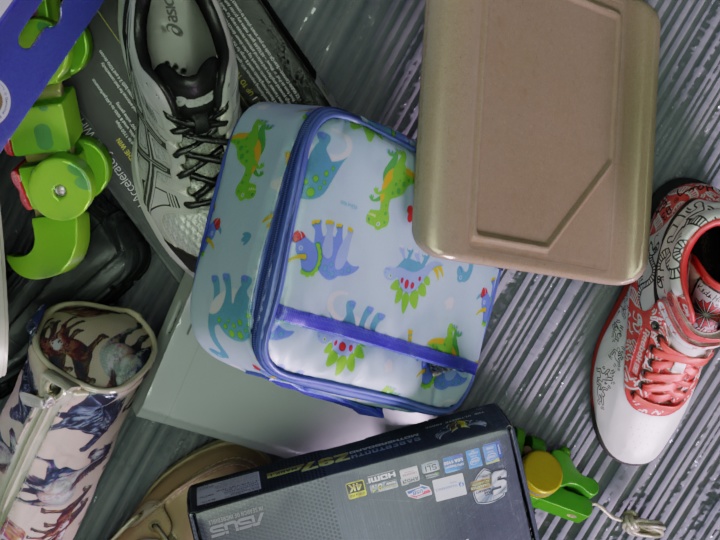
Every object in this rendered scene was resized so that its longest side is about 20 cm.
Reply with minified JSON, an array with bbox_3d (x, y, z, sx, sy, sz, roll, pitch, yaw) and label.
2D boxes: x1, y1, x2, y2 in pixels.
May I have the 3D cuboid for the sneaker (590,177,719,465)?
[{"bbox_3d":[0.202,0.045,0.963,0.067,0.108,0.203,12,103,-6],"label":"sneaker"}]

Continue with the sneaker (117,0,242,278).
[{"bbox_3d":[-0.100,-0.085,0.852,0.075,0.088,0.202,-16,95,-9],"label":"sneaker"}]

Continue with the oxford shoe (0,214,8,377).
[{"bbox_3d":[-0.244,-0.025,0.885,0.057,0.202,0.075,-2,148,-16],"label":"oxford shoe"}]

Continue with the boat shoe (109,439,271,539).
[{"bbox_3d":[-0.135,0.195,0.998,0.200,0.065,0.071,-44,102,7],"label":"boat shoe"}]

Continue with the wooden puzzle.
[{"bbox_3d":[0.107,-0.091,0.898,0.199,0.037,0.187,7,85,-43],"label":"wooden puzzle"}]

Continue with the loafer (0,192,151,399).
[{"bbox_3d":[-0.223,0.028,0.957,0.200,0.068,0.071,-41,84,8],"label":"loafer"}]

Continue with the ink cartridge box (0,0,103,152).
[{"bbox_3d":[-0.203,-0.183,0.760,0.200,0.040,0.201,44,66,-37],"label":"ink cartridge box"}]

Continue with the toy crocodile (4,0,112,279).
[{"bbox_3d":[-0.188,-0.093,0.875,0.061,0.068,0.202,-5,107,3],"label":"toy crocodile"}]

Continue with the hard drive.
[{"bbox_3d":[-0.033,0.058,0.962,0.199,0.026,0.133,19,102,-26],"label":"hard drive"}]

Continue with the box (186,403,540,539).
[{"bbox_3d":[0.010,0.183,0.890,0.198,0.051,0.159,-14,104,-4],"label":"box"}]

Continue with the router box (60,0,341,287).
[{"bbox_3d":[-0.105,-0.107,0.935,0.149,0.051,0.201,-33,103,6],"label":"router box"}]

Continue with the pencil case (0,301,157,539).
[{"bbox_3d":[-0.197,0.111,0.932,0.078,0.089,0.201,40,125,17],"label":"pencil case"}]

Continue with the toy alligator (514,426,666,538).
[{"bbox_3d":[0.119,0.137,1.012,0.198,0.059,0.055,15,60,-16],"label":"toy alligator"}]

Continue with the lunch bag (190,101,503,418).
[{"bbox_3d":[0.000,0.000,0.869,0.199,0.082,0.162,21,83,-47],"label":"lunch bag"}]
